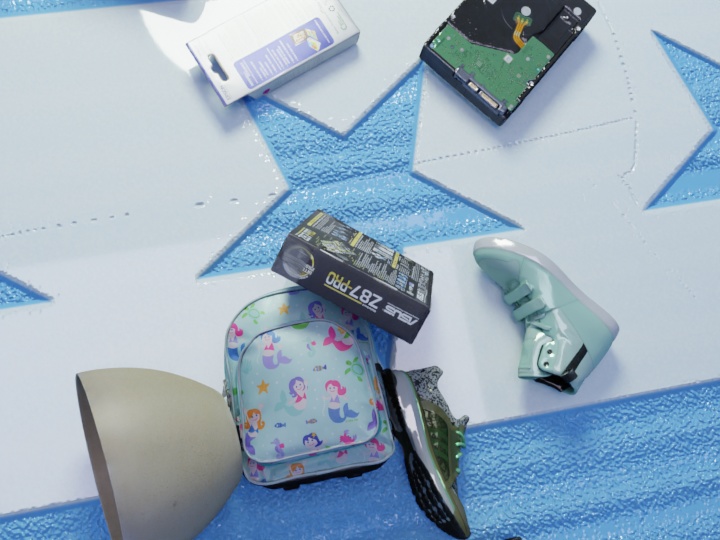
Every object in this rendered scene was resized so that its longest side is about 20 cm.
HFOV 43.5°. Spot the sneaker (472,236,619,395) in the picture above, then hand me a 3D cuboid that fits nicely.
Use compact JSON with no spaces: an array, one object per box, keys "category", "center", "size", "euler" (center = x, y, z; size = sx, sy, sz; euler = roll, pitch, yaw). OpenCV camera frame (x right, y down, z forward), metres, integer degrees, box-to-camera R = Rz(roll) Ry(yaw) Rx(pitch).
[{"category":"sneaker","center":[0.194,0.055,1.036],"size":[0.199,0.074,0.119],"euler":[37,67,0]}]

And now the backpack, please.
[{"category":"backpack","center":[-0.059,0.117,0.955],"size":[0.174,0.151,0.203],"euler":[-10,71,-3]}]

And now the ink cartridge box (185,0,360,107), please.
[{"category":"ink cartridge box","center":[-0.106,-0.279,1.106],"size":[0.198,0.037,0.095],"euler":[-32,83,-17]}]

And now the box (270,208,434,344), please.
[{"category":"box","center":[0.000,0.000,0.964],"size":[0.160,0.200,0.050],"euler":[30,102,-1]}]

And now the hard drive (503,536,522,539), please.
[{"category":"hard drive","center":[0.148,0.402,0.944],"size":[0.138,0.038,0.203],"euler":[-17,77,-28]}]

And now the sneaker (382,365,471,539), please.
[{"category":"sneaker","center":[0.092,0.192,0.994],"size":[0.087,0.077,0.203],"euler":[-18,81,-20]}]

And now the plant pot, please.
[{"category":"plant pot","center":[-0.194,0.183,0.899],"size":[0.132,0.200,0.203],"euler":[-14,77,-23]}]

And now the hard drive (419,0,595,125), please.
[{"category":"hard drive","center":[0.187,-0.299,1.142],"size":[0.139,0.038,0.201],"euler":[39,73,3]}]
